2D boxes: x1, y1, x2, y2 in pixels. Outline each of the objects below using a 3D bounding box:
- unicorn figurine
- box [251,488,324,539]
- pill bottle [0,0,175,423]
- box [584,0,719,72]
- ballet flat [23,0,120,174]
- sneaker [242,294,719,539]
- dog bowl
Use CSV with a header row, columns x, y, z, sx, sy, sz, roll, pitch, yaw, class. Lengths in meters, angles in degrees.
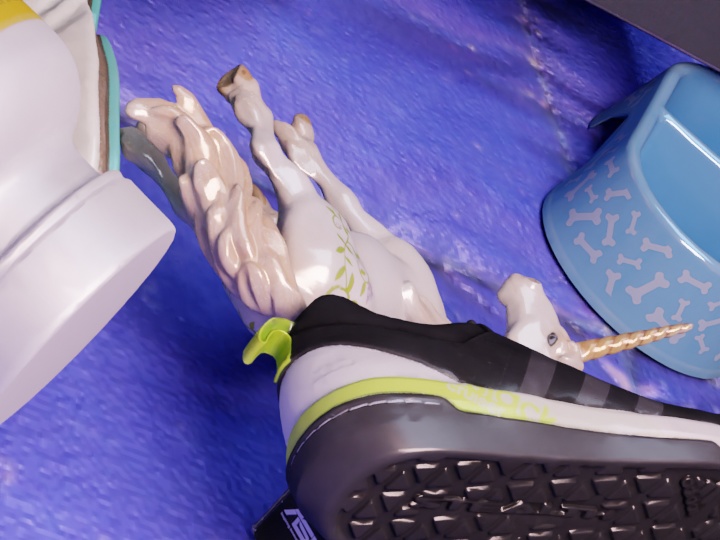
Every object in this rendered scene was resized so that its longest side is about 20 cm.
x,y,z,sx,sy,sz,roll,pitch,yaw,class
0.000,0.000,0.726,0.200,0.074,0.137,-3,48,-54,unicorn figurine
0.086,0.140,0.687,0.193,0.048,0.200,-4,53,-47,box
-0.150,-0.052,0.591,0.200,0.112,0.112,43,31,2,pill bottle
0.114,-0.202,1.022,0.200,0.123,0.198,23,18,-29,box
-0.115,-0.070,0.713,0.069,0.069,0.200,26,30,-25,ballet flat
0.057,0.045,0.661,0.200,0.072,0.083,15,37,-35,sneaker
0.151,-0.030,0.966,0.111,0.050,0.200,41,31,-3,dog bowl
